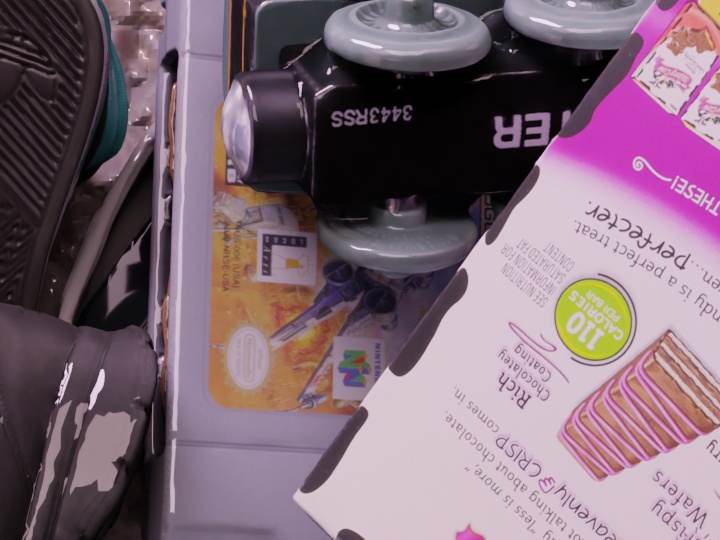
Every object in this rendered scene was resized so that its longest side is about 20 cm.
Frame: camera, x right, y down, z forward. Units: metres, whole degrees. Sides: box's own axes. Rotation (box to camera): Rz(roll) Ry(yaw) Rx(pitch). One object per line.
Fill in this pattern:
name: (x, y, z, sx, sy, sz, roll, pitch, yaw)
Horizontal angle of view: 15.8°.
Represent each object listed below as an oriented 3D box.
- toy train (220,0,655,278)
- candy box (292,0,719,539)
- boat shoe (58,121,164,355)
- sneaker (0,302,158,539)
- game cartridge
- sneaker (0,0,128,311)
toy train: (0.050, -0.058, 0.751, 0.198, 0.086, 0.114, -6, 27, -16)
candy box: (0.094, 0.025, 0.656, 0.136, 0.061, 0.201, 42, 101, 30)
boat shoe: (-0.036, -0.034, 0.853, 0.073, 0.065, 0.201, 22, 66, 12)
sneaker: (-0.123, 0.097, 0.735, 0.090, 0.076, 0.201, 19, 58, -7)
game cartridge: (0.000, 0.000, 0.808, 0.132, 0.042, 0.202, 3, 80, -15)
sneaker: (-0.132, -0.016, 0.839, 0.083, 0.121, 0.201, 24, 104, -6)
